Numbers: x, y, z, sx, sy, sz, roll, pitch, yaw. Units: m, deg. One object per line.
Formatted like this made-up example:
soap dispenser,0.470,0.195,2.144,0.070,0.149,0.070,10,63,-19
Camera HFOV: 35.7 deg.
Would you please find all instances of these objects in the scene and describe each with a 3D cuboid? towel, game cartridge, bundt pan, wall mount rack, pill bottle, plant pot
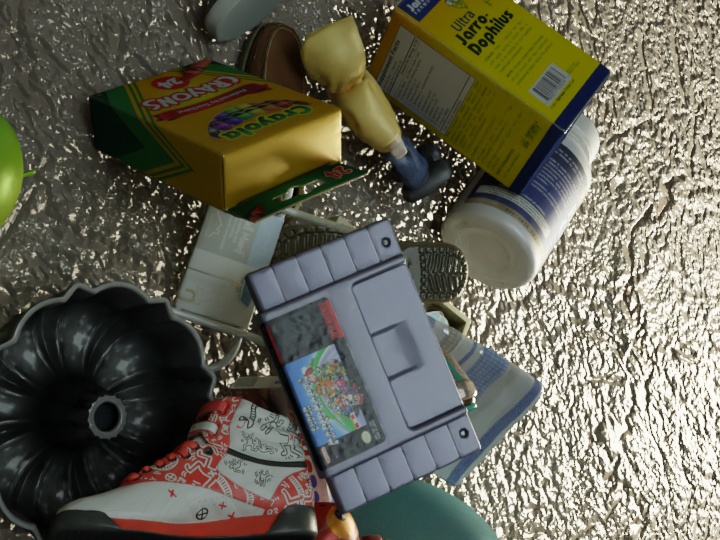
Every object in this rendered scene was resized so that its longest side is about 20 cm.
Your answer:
towel,0.068,0.124,1.066,0.200,0.024,0.147,31,108,-32
game cartridge,0.001,0.074,0.876,0.129,0.038,0.201,-23,91,-20
bundt pan,-0.209,0.110,0.844,0.201,0.076,0.203,4,84,-43
wall mount rack,-0.079,0.004,0.925,0.173,0.075,0.201,19,92,-13
pill bottle,0.178,-0.085,1.188,0.111,0.111,0.200,52,55,-23
plant pot,0.064,0.290,1.025,0.200,0.135,0.201,7,79,-40

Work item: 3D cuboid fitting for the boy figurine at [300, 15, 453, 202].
boy figurine,0.010,-0.158,1.060,0.200,0.064,0.124,53,9,-35

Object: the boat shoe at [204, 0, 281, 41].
boat shoe,-0.087,-0.290,1.024,0.064,0.071,0.200,36,66,5

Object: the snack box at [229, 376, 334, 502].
snack box,-0.058,0.184,0.942,0.024,0.072,0.201,-59,144,-66

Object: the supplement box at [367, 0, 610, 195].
supplement box,0.122,-0.192,1.100,0.200,0.109,0.110,37,56,5

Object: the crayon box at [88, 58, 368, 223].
crayon box,-0.105,-0.108,0.888,0.127,0.200,0.051,-28,131,-40

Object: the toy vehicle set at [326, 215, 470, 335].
toy vehicle set,0.018,0.053,1.086,0.200,0.026,0.125,37,62,-31

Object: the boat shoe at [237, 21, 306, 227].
boat shoe,-0.069,-0.133,1.009,0.072,0.068,0.201,11,77,-39

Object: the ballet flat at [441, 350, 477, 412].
ballet flat,0.030,0.128,0.993,0.068,0.200,0.067,-14,71,-45

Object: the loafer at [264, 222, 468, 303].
loafer,0.000,0.000,1.020,0.199,0.067,0.076,9,85,-24

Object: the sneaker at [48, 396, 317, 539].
sneaker,-0.131,0.151,0.828,0.201,0.067,0.108,5,59,-26

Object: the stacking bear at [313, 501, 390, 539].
stacking bear,0.014,0.260,0.892,0.200,0.114,0.121,36,31,2

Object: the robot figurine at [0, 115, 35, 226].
robot figurine,-0.318,-0.086,0.755,0.200,0.115,0.176,34,64,-33
